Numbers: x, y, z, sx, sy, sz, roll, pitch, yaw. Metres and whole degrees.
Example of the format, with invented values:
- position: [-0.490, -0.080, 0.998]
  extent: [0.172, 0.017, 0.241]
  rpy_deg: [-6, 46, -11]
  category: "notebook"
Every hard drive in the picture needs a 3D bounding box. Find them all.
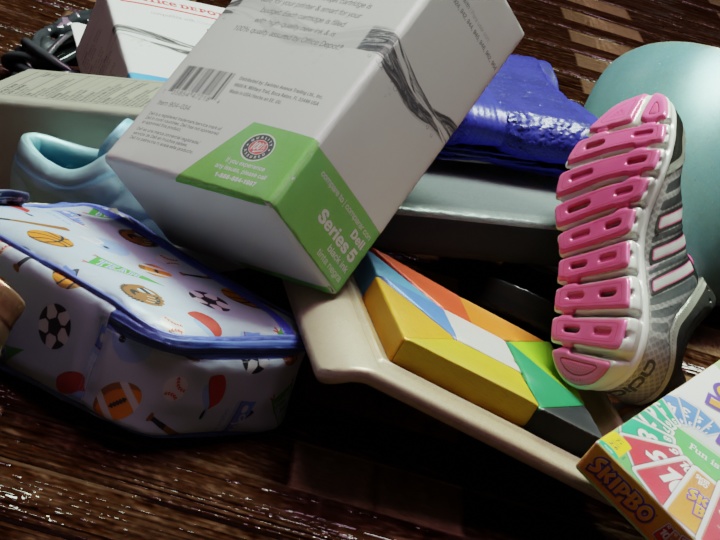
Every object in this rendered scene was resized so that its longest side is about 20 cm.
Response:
- position: [0.068, -0.038, 1.412]
  extent: [0.200, 0.033, 0.140]
  rpy_deg: [5, 16, -26]
  category: "hard drive"

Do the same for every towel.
- position: [0.045, -0.107, 1.470]
  extent: [0.200, 0.050, 0.148]
  rpy_deg: [8, 22, -18]
  category: "towel"

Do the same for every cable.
- position: [-0.182, -0.146, 1.773]
  extent: [0.163, 0.051, 0.200]
  rpy_deg: [34, 27, 22]
  category: "cable"

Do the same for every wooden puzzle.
- position: [0.059, 0.049, 1.273]
  extent: [0.200, 0.037, 0.185]
  rpy_deg: [23, 17, -18]
  category: "wooden puzzle"

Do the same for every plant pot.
- position: [0.230, -0.047, 1.675]
  extent: [0.200, 0.200, 0.135]
  rpy_deg: [23, 53, 18]
  category: "plant pot"

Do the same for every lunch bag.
- position: [-0.132, 0.021, 1.263]
  extent: [0.200, 0.076, 0.160]
  rpy_deg: [32, 20, 34]
  category: "lunch bag"

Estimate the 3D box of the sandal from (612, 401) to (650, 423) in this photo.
- position: [0.193, 0.117, 1.304]
  extent: [0.079, 0.059, 0.207]
  rpy_deg: [2, 23, -41]
  category: "sandal"

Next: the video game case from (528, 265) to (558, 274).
- position: [0.120, -0.012, 1.569]
  extent: [0.182, 0.024, 0.200]
  rpy_deg: [18, -1, 23]
  category: "video game case"

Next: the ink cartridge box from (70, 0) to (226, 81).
- position: [-0.137, -0.143, 1.675]
  extent: [0.116, 0.067, 0.200]
  rpy_deg: [9, 35, -25]
  category: "ink cartridge box"

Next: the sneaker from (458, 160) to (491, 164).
- position: [0.103, -0.071, 1.579]
  extent: [0.200, 0.072, 0.072]
  rpy_deg: [16, 25, 38]
  category: "sneaker"

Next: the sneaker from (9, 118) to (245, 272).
- position: [-0.124, -0.048, 1.382]
  extent: [0.200, 0.082, 0.074]
  rpy_deg: [4, 22, 15]
  category: "sneaker"

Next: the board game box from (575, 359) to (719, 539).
- position: [0.200, 0.105, 1.256]
  extent: [0.096, 0.030, 0.200]
  rpy_deg: [45, 30, 14]
  category: "board game box"

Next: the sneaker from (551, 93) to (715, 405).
- position: [0.164, -0.007, 1.339]
  extent: [0.074, 0.200, 0.087]
  rpy_deg: [-15, -37, 38]
  category: "sneaker"

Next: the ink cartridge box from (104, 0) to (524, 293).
- position: [-0.024, -0.100, 1.302]
  extent: [0.145, 0.200, 0.084]
  rpy_deg: [17, -28, 44]
  category: "ink cartridge box"

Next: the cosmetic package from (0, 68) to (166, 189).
- position: [-0.140, -0.079, 1.476]
  extent: [0.200, 0.073, 0.104]
  rpy_deg: [6, 16, 14]
  category: "cosmetic package"

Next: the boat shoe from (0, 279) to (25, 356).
- position: [-0.239, -0.007, 1.208]
  extent: [0.200, 0.072, 0.076]
  rpy_deg: [40, -9, 38]
  category: "boat shoe"

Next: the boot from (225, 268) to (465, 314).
- position: [0.000, 0.000, 1.466]
  extent: [0.175, 0.066, 0.200]
  rpy_deg: [18, 16, -1]
  category: "boot"

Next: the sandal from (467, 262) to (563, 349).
- position: [0.109, 0.019, 1.447]
  extent: [0.075, 0.048, 0.200]
  rpy_deg: [24, -4, 2]
  category: "sandal"
